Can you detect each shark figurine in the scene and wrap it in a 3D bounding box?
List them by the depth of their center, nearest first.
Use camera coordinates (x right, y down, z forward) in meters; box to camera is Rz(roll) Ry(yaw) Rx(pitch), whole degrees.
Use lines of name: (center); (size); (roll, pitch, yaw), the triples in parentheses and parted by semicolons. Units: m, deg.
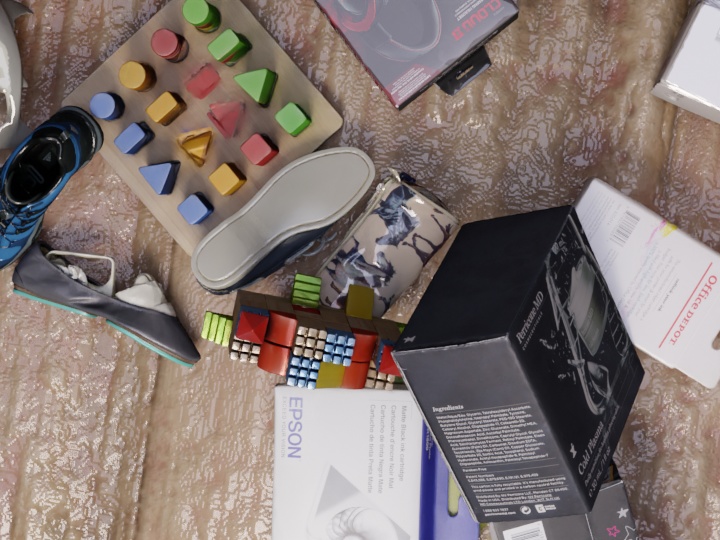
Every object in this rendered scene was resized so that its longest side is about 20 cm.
shark figurine: (-0.341, -0.219, 1.705); (0.128, 0.089, 0.215); (-35, 81, 37)

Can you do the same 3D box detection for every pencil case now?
pencil case: (0.000, 0.000, 1.693); (0.089, 0.078, 0.200); (40, 94, -9)

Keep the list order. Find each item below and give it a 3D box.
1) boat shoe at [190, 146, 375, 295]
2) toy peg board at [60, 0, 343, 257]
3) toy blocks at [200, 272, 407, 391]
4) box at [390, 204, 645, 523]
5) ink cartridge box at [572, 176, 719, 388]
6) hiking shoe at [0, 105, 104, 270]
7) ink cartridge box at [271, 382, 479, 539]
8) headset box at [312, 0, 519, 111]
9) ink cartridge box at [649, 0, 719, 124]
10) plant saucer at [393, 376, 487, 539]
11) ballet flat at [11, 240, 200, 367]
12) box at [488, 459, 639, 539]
boat shoe: (-0.070, -0.043, 1.701); (0.200, 0.062, 0.075); (-40, 74, -5)
toy peg board: (-0.154, -0.150, 1.685); (0.199, 0.098, 0.200); (-41, 90, 4)
toy blocks: (-0.039, 0.067, 1.591); (0.199, 0.137, 0.101); (12, 99, -7)
box: (0.145, 0.083, 1.588); (0.123, 0.200, 0.197); (-11, 120, 32)
ink cartridge box: (0.272, 0.012, 1.685); (0.199, 0.067, 0.117); (32, 94, 2)
hiking shoe: (-0.325, -0.072, 1.673); (0.074, 0.087, 0.200); (39, 110, 1)
ink cartridge box: (0.015, 0.208, 1.690); (0.199, 0.041, 0.201); (1, 93, 3)
headset box: (0.045, -0.257, 1.681); (0.148, 0.075, 0.200); (-37, 90, 3)
ink cartridge box: (0.347, -0.239, 1.631); (0.082, 0.147, 0.201); (26, 95, 4)
plant saucer: (0.051, 0.178, 1.723); (0.199, 0.031, 0.201); (0, 93, 3)
ballet flat: (-0.236, 0.025, 1.712); (0.199, 0.073, 0.073); (23, 94, 4)
box: (0.201, 0.287, 1.668); (0.131, 0.115, 0.201); (-16, 99, 3)
